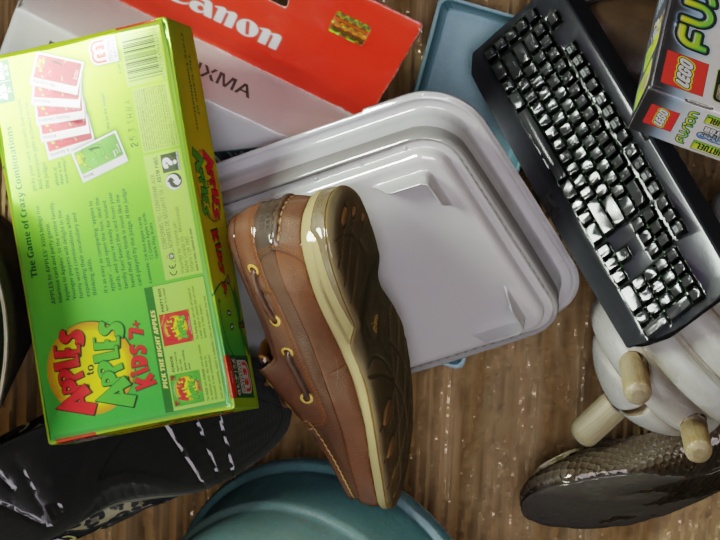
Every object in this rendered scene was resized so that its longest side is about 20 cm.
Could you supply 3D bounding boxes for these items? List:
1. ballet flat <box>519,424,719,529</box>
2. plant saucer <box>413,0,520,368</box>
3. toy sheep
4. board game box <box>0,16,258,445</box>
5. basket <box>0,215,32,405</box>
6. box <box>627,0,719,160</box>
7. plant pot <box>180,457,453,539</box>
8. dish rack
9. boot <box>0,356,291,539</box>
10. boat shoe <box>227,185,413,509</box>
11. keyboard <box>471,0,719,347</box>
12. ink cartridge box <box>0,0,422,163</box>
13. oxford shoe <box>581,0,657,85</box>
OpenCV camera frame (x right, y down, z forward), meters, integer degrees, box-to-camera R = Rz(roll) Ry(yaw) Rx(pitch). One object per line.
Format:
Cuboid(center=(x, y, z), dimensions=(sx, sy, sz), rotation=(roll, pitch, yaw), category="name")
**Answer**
Cuboid(center=(0.185, 0.101, 1.513), dimensions=(0.199, 0.067, 0.046), rotation=(-15, 60, 6), category="ballet flat")
Cuboid(center=(0.050, -0.049, 1.496), dimensions=(0.070, 0.019, 0.201), rotation=(15, 103, -3), category="plant saucer")
Cuboid(center=(0.189, 0.029, 1.454), dimensions=(0.200, 0.138, 0.138), rotation=(-38, 99, 16), category="toy sheep")
Cuboid(center=(-0.122, -0.019, 1.374), dimensions=(0.101, 0.048, 0.201), rotation=(-12, 85, 14), category="board game box")
Cuboid(center=(-0.237, 0.030, 1.419), dimensions=(0.136, 0.200, 0.181), rotation=(12, 98, 0), category="basket")
Cuboid(center=(0.211, -0.139, 1.397), dimensions=(0.110, 0.200, 0.035), rotation=(19, 143, -3), category="box")
Cuboid(center=(-0.060, 0.224, 1.432), dimensions=(0.200, 0.196, 0.201), rotation=(7, 107, 25), category="plant pot")
Cuboid(center=(0.000, 0.000, 1.438), dimensions=(0.199, 0.044, 0.172), rotation=(-17, 130, 23), category="dish rack")
Cuboid(center=(-0.151, 0.104, 1.479), dimensions=(0.203, 0.154, 0.074), rotation=(-22, 90, -23), category="boot")
Cuboid(center=(-0.018, 0.041, 1.406), dimensions=(0.067, 0.072, 0.200), rotation=(-2, 128, 18), category="boat shoe")
Cuboid(center=(0.144, -0.069, 1.409), dimensions=(0.127, 0.021, 0.200), rotation=(-38, 66, 21), category="keyboard")
Cuboid(center=(-0.087, -0.106, 1.424), dimensions=(0.200, 0.044, 0.174), rotation=(26, 142, -5), category="ink cartridge box")
Cuboid(center=(0.203, -0.102, 1.450), dimensions=(0.199, 0.084, 0.073), rotation=(18, 103, -1), category="oxford shoe")
